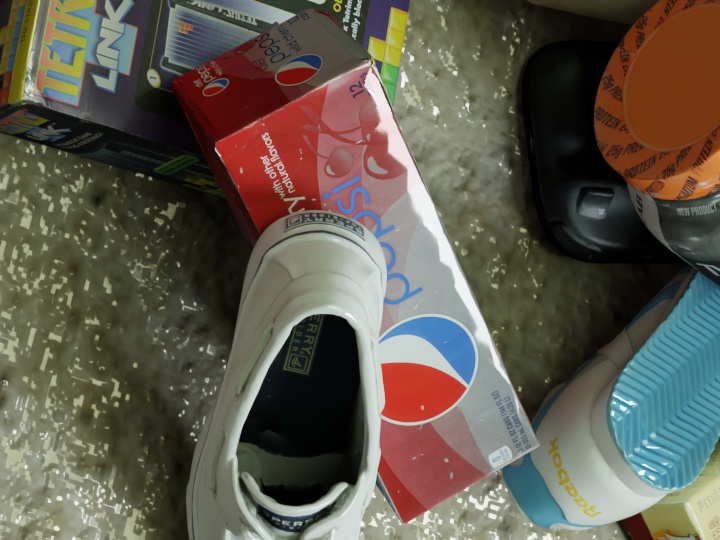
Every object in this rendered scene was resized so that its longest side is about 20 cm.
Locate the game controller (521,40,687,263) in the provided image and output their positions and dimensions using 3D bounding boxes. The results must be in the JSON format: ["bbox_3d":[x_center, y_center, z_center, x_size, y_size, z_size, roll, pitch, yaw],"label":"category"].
[{"bbox_3d":[0.162,-0.056,1.123,0.199,0.042,0.105,0,69,-33],"label":"game controller"}]

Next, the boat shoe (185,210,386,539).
[{"bbox_3d":[-0.030,0.075,0.905,0.073,0.065,0.201,3,125,-3],"label":"boat shoe"}]

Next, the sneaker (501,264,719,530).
[{"bbox_3d":[0.133,0.051,1.065,0.200,0.081,0.077,-30,90,-52],"label":"sneaker"}]

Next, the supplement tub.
[{"bbox_3d":[0.199,-0.037,1.035,0.200,0.122,0.123,32,68,-36],"label":"supplement tub"}]

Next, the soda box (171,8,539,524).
[{"bbox_3d":[0.000,0.000,0.942,0.070,0.063,0.200,-28,123,-5],"label":"soda box"}]

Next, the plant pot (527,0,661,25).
[{"bbox_3d":[0.163,-0.178,1.066,0.199,0.187,0.188,-12,91,-19],"label":"plant pot"}]

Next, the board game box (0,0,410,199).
[{"bbox_3d":[-0.059,-0.135,0.976,0.165,0.057,0.201,17,76,-28],"label":"board game box"}]

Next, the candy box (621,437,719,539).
[{"bbox_3d":[0.225,0.110,1.125,0.200,0.055,0.116,-32,101,-32],"label":"candy box"}]
